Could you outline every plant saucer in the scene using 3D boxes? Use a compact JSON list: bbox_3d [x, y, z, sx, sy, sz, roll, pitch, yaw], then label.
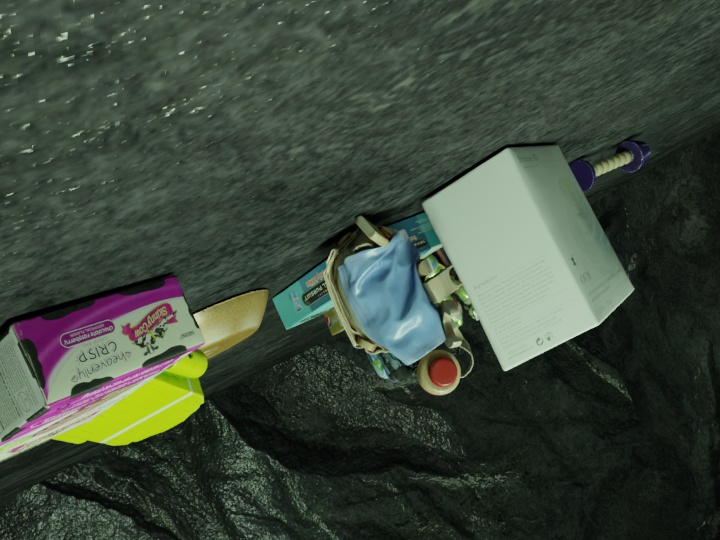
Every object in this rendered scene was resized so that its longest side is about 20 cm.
[{"bbox_3d":[-0.188,0.083,0.883,0.197,0.036,0.200,-27,174,-3],"label":"plant saucer"}]

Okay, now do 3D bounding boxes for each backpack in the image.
[{"bbox_3d":[0.082,0.103,1.495,0.181,0.204,0.146,-17,170,-46],"label":"backpack"}]

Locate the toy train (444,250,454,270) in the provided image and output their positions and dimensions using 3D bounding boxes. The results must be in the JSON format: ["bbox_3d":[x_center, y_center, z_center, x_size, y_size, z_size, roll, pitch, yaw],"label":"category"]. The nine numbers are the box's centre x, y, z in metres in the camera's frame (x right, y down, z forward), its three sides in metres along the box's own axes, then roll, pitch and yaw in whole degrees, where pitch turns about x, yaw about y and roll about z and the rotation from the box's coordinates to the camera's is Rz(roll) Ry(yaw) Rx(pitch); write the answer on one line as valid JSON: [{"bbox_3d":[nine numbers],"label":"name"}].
[{"bbox_3d":[0.222,-0.070,1.197,0.198,0.088,0.113,-31,167,34],"label":"toy train"}]

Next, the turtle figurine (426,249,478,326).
[{"bbox_3d":[0.111,0.069,1.178,0.142,0.202,0.194,-33,158,-3],"label":"turtle figurine"}]

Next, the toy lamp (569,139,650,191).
[{"bbox_3d":[0.429,-0.181,1.295,0.197,0.059,0.058,-24,174,-36],"label":"toy lamp"}]

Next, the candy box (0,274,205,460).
[{"bbox_3d":[-0.228,0.084,0.576,0.198,0.062,0.135,-31,174,39],"label":"candy box"}]

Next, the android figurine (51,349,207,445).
[{"bbox_3d":[-0.241,0.131,0.786,0.179,0.042,0.200,-30,156,10],"label":"android figurine"}]

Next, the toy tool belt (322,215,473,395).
[{"bbox_3d":[0.046,0.040,0.772,0.124,0.202,0.123,-33,178,-10],"label":"toy tool belt"}]

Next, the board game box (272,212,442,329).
[{"bbox_3d":[0.000,0.000,0.963,0.149,0.048,0.199,-22,172,-41],"label":"board game box"}]

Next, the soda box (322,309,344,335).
[{"bbox_3d":[0.028,0.033,1.284,0.197,0.069,0.064,-25,175,-28],"label":"soda box"}]

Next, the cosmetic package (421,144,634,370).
[{"bbox_3d":[0.196,-0.025,0.864,0.122,0.203,0.198,-32,173,30],"label":"cosmetic package"}]

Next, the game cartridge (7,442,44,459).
[{"bbox_3d":[-0.393,0.185,0.867,0.128,0.039,0.199,-28,176,-41],"label":"game cartridge"}]
